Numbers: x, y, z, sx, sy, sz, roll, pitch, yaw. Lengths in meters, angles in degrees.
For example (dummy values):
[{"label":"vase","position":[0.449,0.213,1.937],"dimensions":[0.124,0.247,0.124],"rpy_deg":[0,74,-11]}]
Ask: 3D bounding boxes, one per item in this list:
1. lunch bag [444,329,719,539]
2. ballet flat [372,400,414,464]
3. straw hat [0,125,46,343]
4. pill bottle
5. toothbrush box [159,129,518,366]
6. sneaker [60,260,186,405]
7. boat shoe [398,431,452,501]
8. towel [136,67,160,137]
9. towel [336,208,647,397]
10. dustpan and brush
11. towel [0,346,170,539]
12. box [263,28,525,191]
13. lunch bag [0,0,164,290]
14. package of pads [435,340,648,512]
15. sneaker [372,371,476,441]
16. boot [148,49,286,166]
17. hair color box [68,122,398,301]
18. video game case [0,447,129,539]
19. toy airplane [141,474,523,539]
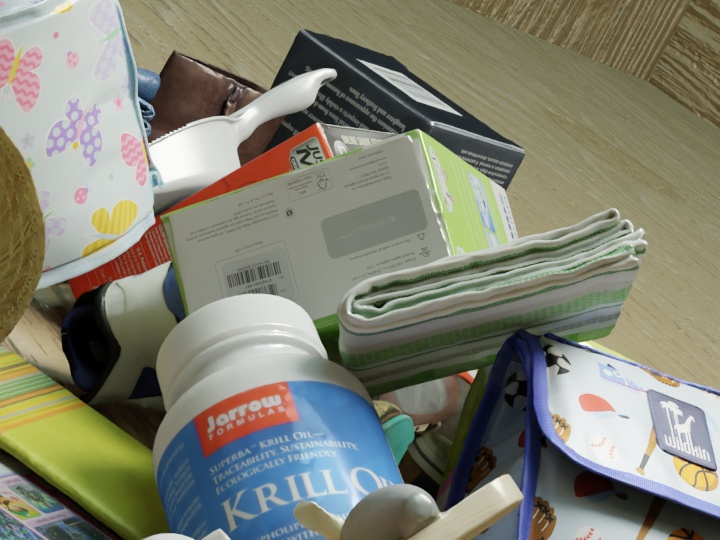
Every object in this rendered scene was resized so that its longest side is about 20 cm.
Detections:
[{"label":"lunch bag","position":[0.130,0.142,1.187],"dimensions":[0.170,0.200,0.124],"rpy_deg":[20,-23,-19]},{"label":"ballet flat","position":[-0.027,0.111,1.384],"dimensions":[0.071,0.071,0.200],"rpy_deg":[30,14,13]},{"label":"straw hat","position":[-0.251,-0.039,1.183],"dimensions":[0.201,0.201,0.085],"rpy_deg":[24,26,-15]},{"label":"pill bottle","position":[-0.035,0.110,1.128],"dimensions":[0.112,0.112,0.200],"rpy_deg":[17,36,-37]},{"label":"toothbrush box","position":[0.000,0.000,1.299],"dimensions":[0.200,0.146,0.086],"rpy_deg":[21,52,-74]},{"label":"sneaker","position":[-0.108,0.042,1.400],"dimensions":[0.115,0.081,0.199],"rpy_deg":[-12,-24,10]},{"label":"boat shoe","position":[0.092,0.175,1.364],"dimensions":[0.200,0.062,0.075],"rpy_deg":[40,9,0]},{"label":"towel","position":[-0.226,-0.103,1.422],"dimensions":[0.200,0.049,0.112],"rpy_deg":[12,-21,-29]},{"label":"towel","position":[0.060,0.020,1.206],"dimensions":[0.149,0.031,0.200],"rpy_deg":[-13,-12,-2]},{"label":"dustpan and brush","position":[-0.098,-0.069,1.491],"dimensions":[0.140,0.200,0.057],"rpy_deg":[113,-45,-73]},{"label":"towel","position":[-0.142,0.094,1.213],"dimensions":[0.200,0.018,0.086],"rpy_deg":[33,20,18]},{"label":"box","position":[-0.008,-0.038,1.662],"dimensions":[0.107,0.200,0.148],"rpy_deg":[13,20,-48]},{"label":"lunch bag","position":[-0.215,-0.074,1.307],"dimensions":[0.200,0.170,0.127],"rpy_deg":[-20,32,-15]},{"label":"package of pads","position":[0.115,0.137,1.304],"dimensions":[0.154,0.068,0.200],"rpy_deg":[26,57,-7]},{"label":"sneaker","position":[0.013,0.084,1.569],"dimensions":[0.077,0.082,0.200],"rpy_deg":[-12,-33,36]},{"label":"boot","position":[-0.158,-0.071,1.568],"dimensions":[0.200,0.166,0.072],"rpy_deg":[18,16,-32]},{"label":"hair color box","position":[-0.069,-0.017,1.474],"dimensions":[0.101,0.200,0.061],"rpy_deg":[1,63,-60]},{"label":"video game case","position":[-0.150,0.119,1.184],"dimensions":[0.182,0.024,0.200],"rpy_deg":[32,13,18]},{"label":"toy airplane","position":[-0.048,0.148,0.894],"dimensions":[0.200,0.199,0.141],"rpy_deg":[6,35,-53]}]
